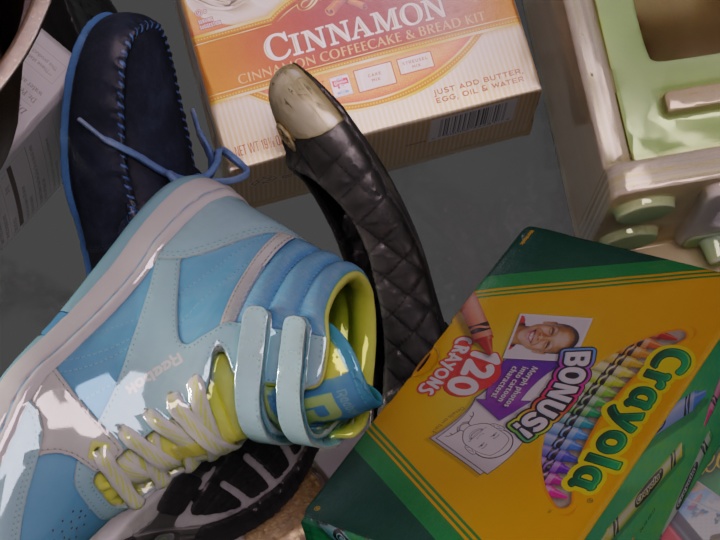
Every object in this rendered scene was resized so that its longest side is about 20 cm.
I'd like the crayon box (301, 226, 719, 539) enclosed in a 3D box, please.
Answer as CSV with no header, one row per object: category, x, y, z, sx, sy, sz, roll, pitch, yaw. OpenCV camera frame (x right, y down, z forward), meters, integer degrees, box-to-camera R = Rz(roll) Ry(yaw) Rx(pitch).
crayon box,0.079,0.074,1.050,0.118,0.058,0.200,15,48,30

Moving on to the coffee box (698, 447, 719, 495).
coffee box,0.190,0.151,1.120,0.123,0.044,0.201,-20,77,-8

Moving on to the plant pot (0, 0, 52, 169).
plant pot,-0.205,-0.095,0.912,0.200,0.198,0.201,1,75,-4

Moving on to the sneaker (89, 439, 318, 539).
sneaker,-0.098,0.091,1.062,0.200,0.074,0.081,-39,47,-18

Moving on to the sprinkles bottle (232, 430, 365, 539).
sprinkles bottle,-0.069,0.148,1.096,0.200,0.068,0.068,-31,78,-10

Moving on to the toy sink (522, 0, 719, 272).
toy sink,0.162,-0.071,1.144,0.130,0.112,0.201,-9,75,-5

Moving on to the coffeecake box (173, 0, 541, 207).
coffeecake box,-0.016,-0.148,1.176,0.153,0.073,0.201,-15,76,-5

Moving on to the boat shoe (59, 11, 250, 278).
boat shoe,-0.082,-0.021,1.097,0.068,0.201,0.084,9,33,30

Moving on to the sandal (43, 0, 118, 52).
sandal,-0.145,-0.166,1.171,0.048,0.075,0.201,-34,82,20

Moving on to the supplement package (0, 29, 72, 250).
supplement package,-0.230,-0.039,1.111,0.121,0.120,0.200,40,77,6

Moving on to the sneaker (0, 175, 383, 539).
sneaker,-0.068,0.060,0.978,0.130,0.080,0.200,22,70,29

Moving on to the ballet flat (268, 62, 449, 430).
ballet flat,0.000,0.000,1.101,0.057,0.066,0.200,-25,111,-7

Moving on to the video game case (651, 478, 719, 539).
video game case,0.106,0.142,1.024,0.143,0.018,0.200,-34,45,-23
